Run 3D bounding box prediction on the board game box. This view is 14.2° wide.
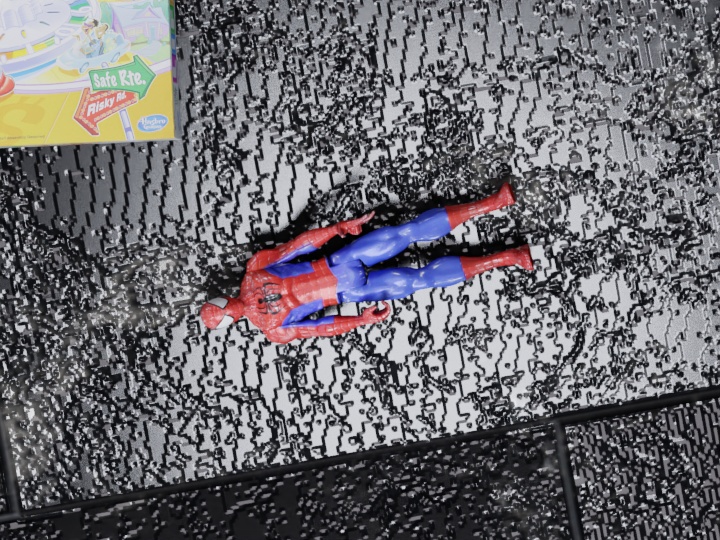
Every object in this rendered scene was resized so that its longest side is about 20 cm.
[{"bbox_3d":[-0.211,-0.141,1.739,0.200,0.034,0.135,-3,91,3],"label":"board game box"}]

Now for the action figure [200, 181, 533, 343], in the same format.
[{"bbox_3d":[0.000,0.000,1.728,0.200,0.052,0.066,-17,95,6],"label":"action figure"}]
